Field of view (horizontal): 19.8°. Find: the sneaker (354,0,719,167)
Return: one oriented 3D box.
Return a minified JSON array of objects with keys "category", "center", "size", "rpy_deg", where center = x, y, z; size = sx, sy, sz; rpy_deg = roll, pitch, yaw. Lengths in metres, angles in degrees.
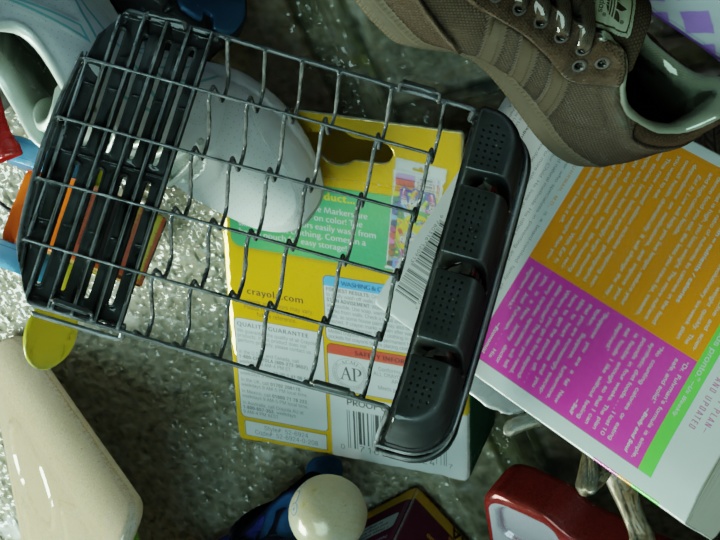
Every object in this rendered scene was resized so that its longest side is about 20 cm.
[{"category":"sneaker","center":[0.069,-0.106,0.785],"size":[0.075,0.071,0.200],"rpy_deg":[-8,152,39]}]

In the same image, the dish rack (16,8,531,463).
[{"category":"dish rack","center":[-0.037,-0.020,0.860],"size":[0.199,0.154,0.055],"rpy_deg":[16,165,3]}]

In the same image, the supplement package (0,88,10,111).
[{"category":"supplement package","center":[-0.301,-0.083,1.032],"size":[0.199,0.121,0.120],"rpy_deg":[-16,115,29]}]

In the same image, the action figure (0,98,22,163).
[{"category":"action figure","center":[-0.211,-0.145,0.961],"size":[0.051,0.065,0.201],"rpy_deg":[-15,87,27]}]

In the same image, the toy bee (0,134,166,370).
[{"category":"toy bee","center":[-0.137,-0.027,1.020],"size":[0.108,0.200,0.131],"rpy_deg":[22,107,-33]}]

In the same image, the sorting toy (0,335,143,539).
[{"category":"sorting toy","center":[-0.151,0.160,1.131],"size":[0.185,0.036,0.201],"rpy_deg":[45,142,47]}]

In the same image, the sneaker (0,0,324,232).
[{"category":"sneaker","center":[-0.106,-0.070,0.916],"size":[0.200,0.080,0.070],"rpy_deg":[35,130,-15]}]

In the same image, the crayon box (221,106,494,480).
[{"category":"crayon box","center":[0.000,0.000,1.008],"size":[0.125,0.052,0.201],"rpy_deg":[9,126,17]}]

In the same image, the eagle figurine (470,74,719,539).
[{"category":"eagle figurine","center":[0.154,0.017,0.914],"size":[0.152,0.151,0.200],"rpy_deg":[46,138,2]}]

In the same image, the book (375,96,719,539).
[{"category":"book","center":[0.107,0.005,0.865],"size":[0.200,0.134,0.048],"rpy_deg":[36,-177,43]}]

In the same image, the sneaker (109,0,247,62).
[{"category":"sneaker","center":[-0.150,-0.154,0.953],"size":[0.200,0.073,0.082],"rpy_deg":[42,129,-7]}]

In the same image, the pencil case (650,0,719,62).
[{"category":"pencil case","center":[0.134,-0.132,0.842],"size":[0.200,0.084,0.086],"rpy_deg":[34,95,0]}]

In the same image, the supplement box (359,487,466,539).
[{"category":"supplement box","center":[-0.009,0.220,1.064],"size":[0.110,0.200,0.086],"rpy_deg":[-34,106,35]}]

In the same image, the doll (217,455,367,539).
[{"category":"doll","center":[-0.053,0.156,1.086],"size":[0.048,0.137,0.200],"rpy_deg":[35,143,-13]}]

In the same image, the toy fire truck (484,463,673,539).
[{"category":"toy fire truck","center":[0.143,0.190,1.036],"size":[0.167,0.112,0.201],"rpy_deg":[25,147,28]}]
